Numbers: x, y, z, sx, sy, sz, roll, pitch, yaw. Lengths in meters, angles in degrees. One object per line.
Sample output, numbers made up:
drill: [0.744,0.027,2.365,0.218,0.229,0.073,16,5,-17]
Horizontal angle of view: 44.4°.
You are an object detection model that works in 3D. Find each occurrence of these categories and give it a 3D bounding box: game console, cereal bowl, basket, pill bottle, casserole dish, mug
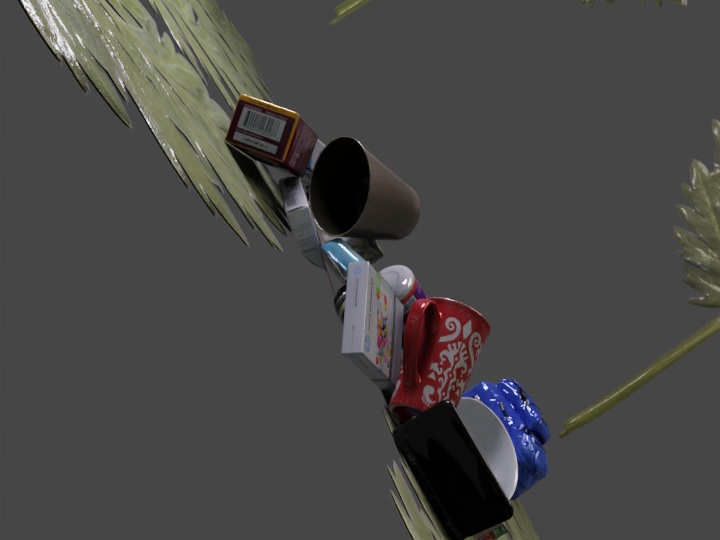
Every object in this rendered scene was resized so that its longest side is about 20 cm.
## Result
game console: [0.149,0.314,1.412,0.202,0.115,0.176,60,5,8]
cereal bowl: [0.187,0.335,1.578,0.198,0.083,0.203,27,46,-32]
basket: [0.016,-0.129,1.633,0.199,0.134,0.184,20,68,-54]
pill bottle: [0.099,0.093,1.858,0.201,0.111,0.113,56,5,-33]
casserole dish: [0.000,0.000,1.596,0.121,0.039,0.200,45,1,28]
mug: [0.115,0.156,1.514,0.176,0.202,0.133,33,-26,-19]

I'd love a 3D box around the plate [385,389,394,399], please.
plate: [0.081,0.248,1.649,0.202,0.025,0.200,58,6,-9]

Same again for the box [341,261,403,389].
box: [0.024,0.097,1.487,0.200,0.040,0.158,49,41,-58]

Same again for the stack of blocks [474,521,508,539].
stack of blocks: [0.206,0.413,1.706,0.116,0.058,0.201,55,7,-33]

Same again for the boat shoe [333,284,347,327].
boat shoe: [-0.018,0.059,1.579,0.065,0.074,0.200,39,1,13]

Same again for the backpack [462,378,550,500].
backpack: [0.284,0.328,1.722,0.162,0.167,0.201,41,17,-50]

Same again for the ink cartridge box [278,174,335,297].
ink cartridge box: [-0.100,-0.057,1.639,0.163,0.056,0.203,-112,-170,-62]

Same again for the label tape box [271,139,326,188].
label tape box: [-0.120,-0.225,1.773,0.142,0.067,0.199,16,-9,38]

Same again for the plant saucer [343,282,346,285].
plant saucer: [0.011,0.045,1.993,0.202,0.050,0.201,58,5,-7]

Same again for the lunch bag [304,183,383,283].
lunch bag: [-0.045,-0.086,1.796,0.202,0.117,0.164,58,-4,1]

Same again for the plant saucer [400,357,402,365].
plant saucer: [0.035,0.134,1.809,0.202,0.034,0.200,58,5,-7]

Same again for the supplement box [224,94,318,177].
supplement box: [-0.153,-0.234,1.559,0.109,0.087,0.200,20,0,7]
